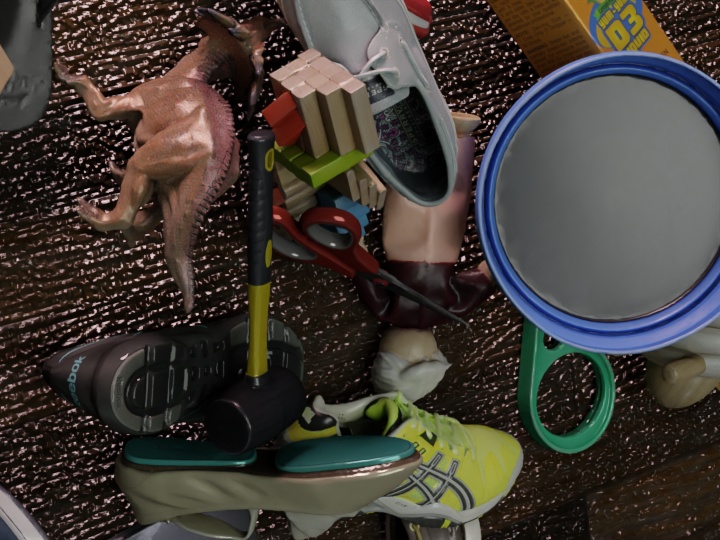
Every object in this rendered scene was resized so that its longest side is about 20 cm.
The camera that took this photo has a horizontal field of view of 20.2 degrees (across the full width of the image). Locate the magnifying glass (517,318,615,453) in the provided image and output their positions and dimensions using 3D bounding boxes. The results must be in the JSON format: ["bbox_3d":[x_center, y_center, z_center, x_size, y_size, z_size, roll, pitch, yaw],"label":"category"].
[{"bbox_3d":[0.135,0.041,1.462,0.079,0.022,0.201,-29,112,-25],"label":"magnifying glass"}]

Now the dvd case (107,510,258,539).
[{"bbox_3d":[-0.116,0.257,1.344,0.148,0.016,0.201,-26,112,-26],"label":"dvd case"}]

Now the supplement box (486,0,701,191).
[{"bbox_3d":[0.171,-0.143,1.397,0.200,0.069,0.067,51,55,-14],"label":"supplement box"}]

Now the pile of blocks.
[{"bbox_3d":[-0.034,-0.050,1.259,0.062,0.082,0.200,-31,156,-20],"label":"pile of blocks"}]

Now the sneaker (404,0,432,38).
[{"bbox_3d":[-0.013,-0.237,1.285,0.199,0.078,0.116,30,84,-34],"label":"sneaker"}]

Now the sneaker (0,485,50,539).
[{"bbox_3d":[-0.239,0.242,1.227,0.146,0.077,0.204,-27,113,-29],"label":"sneaker"}]

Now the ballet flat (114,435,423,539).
[{"bbox_3d":[-0.057,0.139,1.284,0.198,0.069,0.070,0,102,11],"label":"ballet flat"}]

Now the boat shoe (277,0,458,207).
[{"bbox_3d":[0.011,-0.121,1.254,0.070,0.072,0.201,-26,127,11],"label":"boat shoe"}]

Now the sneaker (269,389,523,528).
[{"bbox_3d":[0.033,0.124,1.367,0.199,0.076,0.077,0,131,-34],"label":"sneaker"}]

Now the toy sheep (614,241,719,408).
[{"bbox_3d":[0.247,0.006,1.462,0.137,0.138,0.201,-1,116,-32],"label":"toy sheep"}]

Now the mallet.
[{"bbox_3d":[-0.056,0.011,1.231,0.066,0.041,0.201,-18,119,-56],"label":"mallet"}]

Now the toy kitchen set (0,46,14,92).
[{"bbox_3d":[-0.317,-0.104,1.075,0.162,0.200,0.181,-21,116,17],"label":"toy kitchen set"}]

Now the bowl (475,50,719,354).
[{"bbox_3d":[0.173,-0.046,1.351,0.199,0.039,0.202,-1,99,-6],"label":"bowl"}]

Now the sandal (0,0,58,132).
[{"bbox_3d":[-0.203,-0.181,1.192,0.075,0.045,0.202,-7,102,-30],"label":"sandal"}]

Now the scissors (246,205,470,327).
[{"bbox_3d":[0.000,0.000,1.302,0.200,0.073,0.014,38,52,-54],"label":"scissors"}]

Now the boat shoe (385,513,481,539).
[{"bbox_3d":[0.045,0.257,1.416,0.059,0.072,0.202,-1,95,-26],"label":"boat shoe"}]

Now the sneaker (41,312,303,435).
[{"bbox_3d":[-0.113,0.061,1.282,0.199,0.079,0.076,3,93,-53],"label":"sneaker"}]

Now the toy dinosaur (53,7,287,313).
[{"bbox_3d":[-0.101,-0.082,1.216,0.135,0.201,0.086,-21,145,12],"label":"toy dinosaur"}]

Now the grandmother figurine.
[{"bbox_3d":[0.043,-0.007,1.377,0.120,0.061,0.202,7,99,-5],"label":"grandmother figurine"}]
